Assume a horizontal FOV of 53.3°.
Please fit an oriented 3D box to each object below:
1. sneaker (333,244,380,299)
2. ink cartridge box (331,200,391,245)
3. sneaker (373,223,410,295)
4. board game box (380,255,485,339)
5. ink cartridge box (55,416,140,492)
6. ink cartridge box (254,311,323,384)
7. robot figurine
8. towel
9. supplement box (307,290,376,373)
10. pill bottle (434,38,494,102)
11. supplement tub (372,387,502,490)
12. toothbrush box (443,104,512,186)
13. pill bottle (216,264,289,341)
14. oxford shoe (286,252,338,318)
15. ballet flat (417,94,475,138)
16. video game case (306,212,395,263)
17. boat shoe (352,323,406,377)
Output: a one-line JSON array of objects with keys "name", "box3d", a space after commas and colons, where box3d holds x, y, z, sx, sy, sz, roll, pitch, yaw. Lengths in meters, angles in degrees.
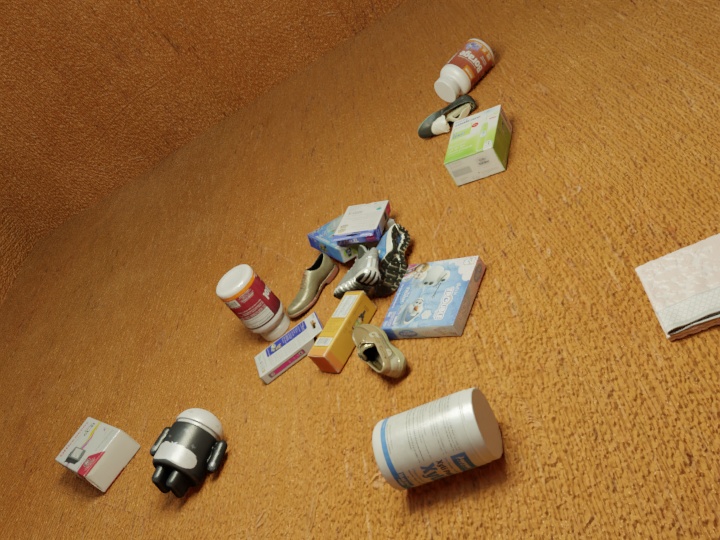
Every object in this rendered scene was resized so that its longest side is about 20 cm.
[{"name": "sneaker", "box3d": [0.000, 0.000, 1.774, 0.200, 0.075, 0.116, -36, 40, 56]}, {"name": "ink cartridge box", "box3d": [0.004, -0.119, 1.893, 0.119, 0.042, 0.200, -7, 27, 19]}, {"name": "sneaker", "box3d": [0.069, -0.018, 1.808, 0.089, 0.078, 0.201, -37, 29, 50]}, {"name": "board game box", "box3d": [0.164, 0.062, 1.622, 0.198, 0.043, 0.200, -8, 43, 39]}, {"name": "ink cartridge box", "box3d": [-0.702, 0.486, 1.911, 0.199, 0.086, 0.148, 3, 50, 45]}, {"name": "ink cartridge box", "box3d": [-0.175, 0.193, 1.803, 0.200, 0.037, 0.095, -39, 31, 3]}, {"name": "robot figurine", "box3d": [-0.399, 0.418, 1.661, 0.125, 0.150, 0.200, -46, 16, 53]}, {"name": "towel", "box3d": [0.601, 0.018, 1.250, 0.199, 0.032, 0.191, -24, 34, 20]}, {"name": "supplement box", "box3d": [-0.041, 0.143, 1.704, 0.069, 0.067, 0.200, -2, 45, 48]}, {"name": "pill bottle", "box3d": [0.327, -0.633, 2.285, 0.200, 0.112, 0.112, -50, 33, -17]}, {"name": "supplement tub", "box3d": [0.134, 0.298, 1.266, 0.199, 0.132, 0.132, -25, 34, 22]}, {"name": "toothbrush box", "box3d": [0.320, -0.339, 1.940, 0.145, 0.086, 0.200, -15, 37, 32]}, {"name": "pill bottle", "box3d": [-0.276, 0.089, 1.880, 0.113, 0.200, 0.113, -26, 33, 18]}, {"name": "oxford shoe", "box3d": [-0.143, 0.038, 1.931, 0.070, 0.075, 0.200, 5, 51, 48]}, {"name": "ballet flat", "box3d": [0.264, -0.462, 2.175, 0.200, 0.068, 0.068, -38, 40, 1]}, {"name": "video game case", "box3d": [-0.025, -0.103, 1.976, 0.181, 0.046, 0.200, -29, 28, -21]}, {"name": "boat shoe", "box3d": [0.026, 0.170, 1.578, 0.200, 0.064, 0.072, 34, 112, 56]}]
